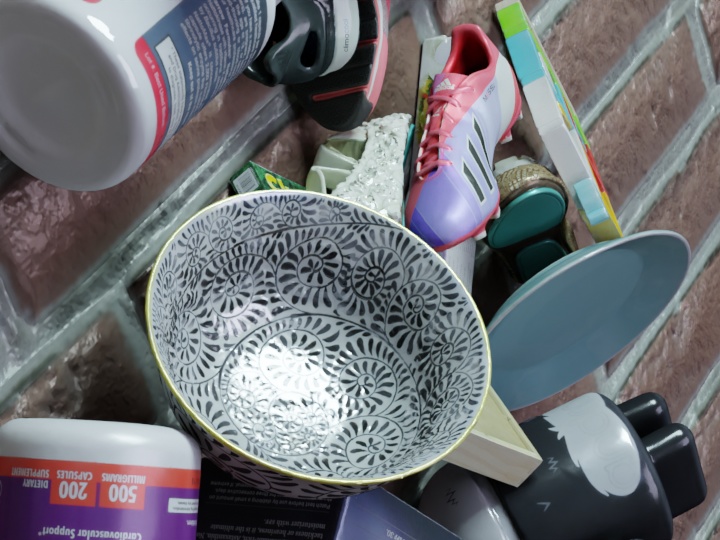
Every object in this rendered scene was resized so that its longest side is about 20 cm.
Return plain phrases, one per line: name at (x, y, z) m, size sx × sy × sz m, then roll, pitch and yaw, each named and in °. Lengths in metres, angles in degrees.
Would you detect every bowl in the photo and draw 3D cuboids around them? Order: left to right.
bowl at (-0.035, 0.059, 1.237) m, size 0.201 × 0.201 × 0.094 m, roll -55°, pitch 174°, yaw -41°

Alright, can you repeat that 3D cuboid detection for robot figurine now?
robot figurine at (0.138, 0.163, 1.514) m, size 0.125 × 0.200 × 0.150 m, roll 64°, pitch -8°, yaw 4°

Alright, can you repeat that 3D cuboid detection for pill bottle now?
pill bottle at (-0.145, 0.181, 1.154) m, size 0.112 × 0.112 × 0.200 m, roll 12°, pitch 79°, yaw -55°
pill bottle at (-0.116, -0.142, 1.195) m, size 0.200 × 0.119 × 0.120 m, roll -48°, pitch 128°, yaw -45°

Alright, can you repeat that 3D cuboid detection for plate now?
plate at (0.149, 0.032, 1.569) m, size 0.200 × 0.200 × 0.026 m, roll 12°, pitch 39°, yaw -55°

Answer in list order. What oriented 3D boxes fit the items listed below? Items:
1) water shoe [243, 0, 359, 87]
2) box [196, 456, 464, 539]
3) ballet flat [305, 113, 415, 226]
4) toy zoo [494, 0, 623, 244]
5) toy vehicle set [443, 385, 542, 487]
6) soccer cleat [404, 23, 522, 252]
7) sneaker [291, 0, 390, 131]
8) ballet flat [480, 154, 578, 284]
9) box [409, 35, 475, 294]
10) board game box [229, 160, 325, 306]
water shoe at (-0.059, -0.211, 1.323) m, size 0.079 × 0.071 × 0.200 m, roll -22°, pitch 98°, yaw -34°
box at (-0.022, 0.242, 1.332) m, size 0.200 × 0.123 × 0.199 m, roll 37°, pitch 61°, yaw -49°
ballet flat at (-0.001, -0.060, 1.392) m, size 0.200 × 0.072 × 0.072 m, roll -81°, pitch 159°, yaw -69°
toy zoo at (0.148, -0.096, 1.583) m, size 0.131 × 0.020 × 0.200 m, roll 58°, pitch 13°, yaw -39°
toy vehicle set at (0.027, 0.067, 1.410) m, size 0.200 × 0.027 × 0.124 m, roll 25°, pitch 24°, yaw -50°
soccer cleat at (0.061, -0.085, 1.426) m, size 0.077 × 0.067 × 0.200 m, roll 63°, pitch 29°, yaw -27°
sneaker at (0.000, -0.190, 1.411) m, size 0.087 × 0.074 × 0.201 m, roll -4°, pitch 93°, yaw -57°
ballet flat at (0.114, -0.043, 1.558) m, size 0.200 × 0.070 × 0.065 m, roll 67°, pitch 2°, yaw -69°
box at (0.060, -0.064, 1.528) m, size 0.041 × 0.039 × 0.200 m, roll 17°, pitch 76°, yaw -54°
board game box at (0.000, 0.000, 1.403) m, size 0.200 × 0.023 × 0.105 m, roll 24°, pitch 34°, yaw -53°
